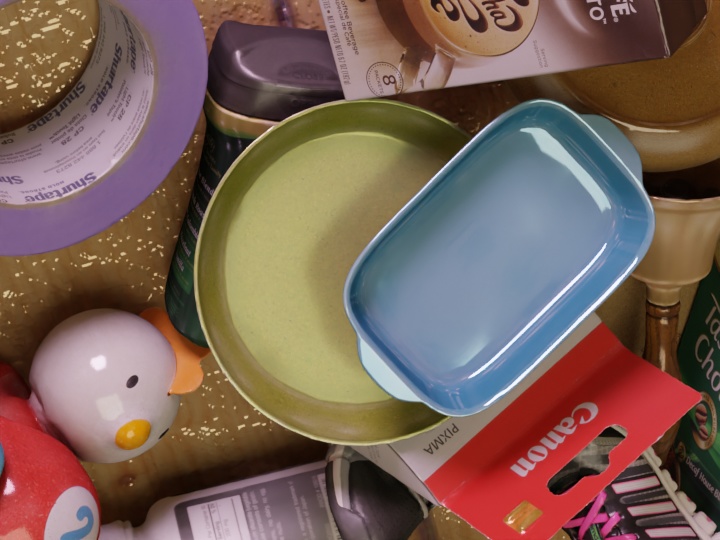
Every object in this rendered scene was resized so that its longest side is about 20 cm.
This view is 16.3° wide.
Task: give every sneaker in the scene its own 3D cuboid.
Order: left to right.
[{"bbox_3d":[0.049,0.104,1.556,0.115,0.200,0.075,-18,114,18],"label":"sneaker"},{"bbox_3d":[0.157,0.160,1.522,0.200,0.088,0.074,44,125,-13],"label":"sneaker"}]

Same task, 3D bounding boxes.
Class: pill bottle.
[{"bbox_3d":[-0.075,0.194,1.640,0.199,0.114,0.114,-14,122,-5],"label":"pill bottle"}]

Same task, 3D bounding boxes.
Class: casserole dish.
[{"bbox_3d":[0.076,-0.008,1.436,0.200,0.039,0.121,-44,101,-3],"label":"casserole dish"}]

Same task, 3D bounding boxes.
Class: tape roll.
[{"bbox_3d":[-0.193,-0.114,1.417,0.199,0.085,0.201,-16,127,-23],"label":"tape roll"}]

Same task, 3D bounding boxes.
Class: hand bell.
[{"bbox_3d":[0.185,0.027,1.534,0.104,0.104,0.201,-4,116,-11],"label":"hand bell"}]

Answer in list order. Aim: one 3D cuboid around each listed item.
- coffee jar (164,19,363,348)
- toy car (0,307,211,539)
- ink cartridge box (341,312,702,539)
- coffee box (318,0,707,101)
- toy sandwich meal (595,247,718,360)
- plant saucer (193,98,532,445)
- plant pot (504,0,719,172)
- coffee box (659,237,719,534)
[{"bbox_3d":[-0.054,-0.052,1.515,0.104,0.085,0.201,3,119,-16],"label":"coffee jar"},{"bbox_3d":[-0.170,0.095,1.533,0.200,0.177,0.185,-32,132,-3],"label":"toy car"},{"bbox_3d":[0.077,0.065,1.501,0.161,0.200,0.050,-40,137,-21],"label":"ink cartridge box"},{"bbox_3d":[0.079,-0.169,1.393,0.199,0.080,0.113,-6,111,28],"label":"coffee box"},{"bbox_3d":[0.183,0.021,1.629,0.204,0.070,0.206,-12,132,-14],"label":"toy sandwich meal"},{"bbox_3d":[0.000,0.000,1.457,0.199,0.031,0.201,-1,96,-12],"label":"plant saucer"},{"bbox_3d":[0.172,-0.159,1.474,0.199,0.027,0.201,1,85,-10],"label":"plant pot"},{"bbox_3d":[0.237,0.082,1.574,0.044,0.123,0.200,-1,130,-19],"label":"coffee box"}]
